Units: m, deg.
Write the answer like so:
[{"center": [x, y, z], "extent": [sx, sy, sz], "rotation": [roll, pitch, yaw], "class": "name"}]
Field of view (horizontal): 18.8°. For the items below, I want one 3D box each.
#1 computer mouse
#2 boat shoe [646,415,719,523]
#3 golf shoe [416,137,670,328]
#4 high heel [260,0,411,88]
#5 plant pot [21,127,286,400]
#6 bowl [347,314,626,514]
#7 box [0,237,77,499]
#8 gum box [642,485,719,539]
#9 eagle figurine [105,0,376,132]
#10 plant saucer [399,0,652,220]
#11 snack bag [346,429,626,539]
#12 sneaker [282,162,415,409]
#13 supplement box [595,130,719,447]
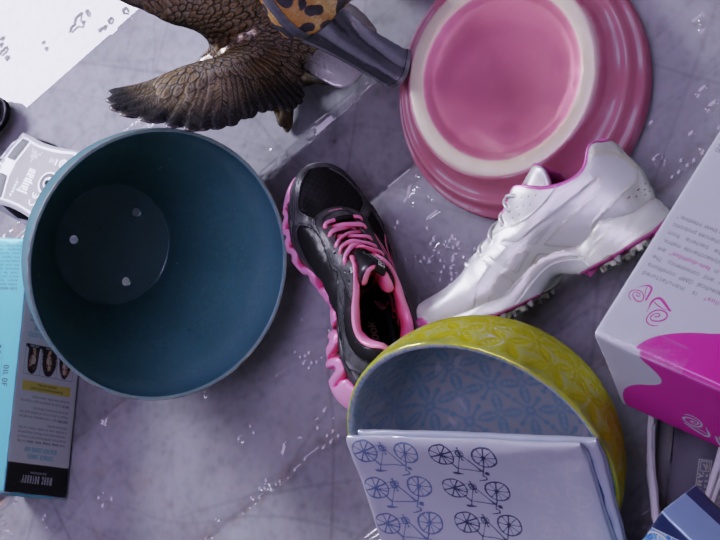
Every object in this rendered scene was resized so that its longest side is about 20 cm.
[{"center": [-0.269, -0.071, 1.785], "extent": [0.199, 0.044, 0.110], "rotation": [23, 82, 33], "class": "computer mouse"}, {"center": [0.230, 0.093, 1.470], "extent": [0.073, 0.065, 0.202], "rotation": [-5, 79, 28], "class": "boat shoe"}, {"center": [0.119, -0.021, 1.537], "extent": [0.199, 0.075, 0.092], "rotation": [-28, 88, 16], "class": "golf shoe"}, {"center": [-0.019, -0.245, 1.604], "extent": [0.071, 0.142, 0.201], "rotation": [-27, 50, 39], "class": "high heel"}, {"center": [-0.172, -0.012, 1.657], "extent": [0.135, 0.199, 0.202], "rotation": [17, 90, 66], "class": "plant pot"}, {"center": [0.101, 0.102, 1.502], "extent": [0.199, 0.108, 0.201], "rotation": [15, 129, 20], "class": "bowl"}, {"center": [-0.268, 0.079, 1.737], "extent": [0.049, 0.082, 0.202], "rotation": [1, 82, 30], "class": "box"}, {"center": [0.223, 0.264, 1.391], "extent": [0.170, 0.044, 0.201], "rotation": [44, 133, 19], "class": "gum box"}, {"center": [-0.100, -0.167, 1.618], "extent": [0.151, 0.200, 0.152], "rotation": [36, 98, 28], "class": "eagle figurine"}, {"center": [0.112, -0.138, 1.584], "extent": [0.199, 0.051, 0.202], "rotation": [-5, 79, 27], "class": "plant saucer"}, {"center": [0.097, 0.192, 1.483], "extent": [0.187, 0.021, 0.201], "rotation": [0, 122, 30], "class": "snack bag"}, {"center": [0.000, 0.000, 1.580], "extent": [0.078, 0.096, 0.201], "rotation": [-12, 66, -17], "class": "sneaker"}, {"center": [0.251, 0.003, 1.416], "extent": [0.101, 0.104, 0.201], "rotation": [25, 69, 29], "class": "supplement box"}]
